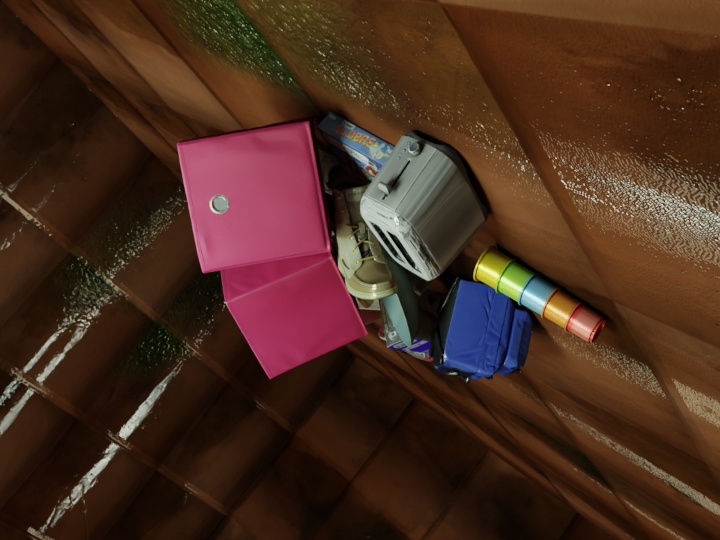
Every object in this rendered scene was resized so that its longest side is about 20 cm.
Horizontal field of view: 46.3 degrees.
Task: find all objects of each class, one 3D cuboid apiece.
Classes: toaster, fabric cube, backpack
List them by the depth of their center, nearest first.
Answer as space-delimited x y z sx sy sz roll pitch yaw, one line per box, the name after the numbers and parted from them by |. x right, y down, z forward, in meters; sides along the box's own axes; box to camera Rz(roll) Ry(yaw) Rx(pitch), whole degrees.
0.087 -0.079 1.143 0.113 0.130 0.200 33 168 39 | toaster
-0.156 -0.123 1.316 0.200 0.196 0.200 -98 -1 -79 | fabric cube
0.205 0.121 1.488 0.165 0.165 0.200 20 168 -1 | backpack
-0.125 0.030 1.518 0.201 0.197 0.198 -112 -3 -54 | fabric cube

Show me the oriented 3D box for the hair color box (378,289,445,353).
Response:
0.123 0.097 1.625 0.064 0.111 0.198 -26 156 35 | hair color box

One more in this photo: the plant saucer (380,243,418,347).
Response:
0.061 0.031 1.446 0.201 0.038 0.204 157 91 -84 | plant saucer

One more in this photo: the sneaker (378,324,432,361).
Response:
0.098 0.140 1.763 0.075 0.081 0.200 42 179 -21 | sneaker

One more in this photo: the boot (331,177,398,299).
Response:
0.002 -0.053 1.316 0.200 0.071 0.157 -129 31 -63 | boot

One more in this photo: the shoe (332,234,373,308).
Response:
0.000 0.000 1.559 0.201 0.053 0.071 67 180 -50 | shoe

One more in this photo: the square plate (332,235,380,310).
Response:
-0.023 0.000 1.664 0.197 0.029 0.200 3 136 33 | square plate

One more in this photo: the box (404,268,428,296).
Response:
0.110 -0.020 1.466 0.068 0.082 0.200 39 172 6 | box

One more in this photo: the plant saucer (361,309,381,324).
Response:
0.021 0.059 1.922 0.199 0.197 0.037 19 124 57 | plant saucer

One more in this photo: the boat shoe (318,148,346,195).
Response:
-0.053 -0.172 1.469 0.198 0.071 0.069 31 168 6 | boat shoe

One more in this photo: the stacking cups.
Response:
0.259 0.033 1.217 0.198 0.061 0.061 31 167 28 | stacking cups

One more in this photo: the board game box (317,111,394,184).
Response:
0.032 -0.154 1.295 0.199 0.035 0.136 35 168 33 | board game box

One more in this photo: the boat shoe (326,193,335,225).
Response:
-0.039 -0.133 1.555 0.200 0.074 0.063 37 157 -16 | boat shoe

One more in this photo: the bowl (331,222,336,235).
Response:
-0.094 -0.145 1.682 0.199 0.075 0.200 39 176 17 | bowl
